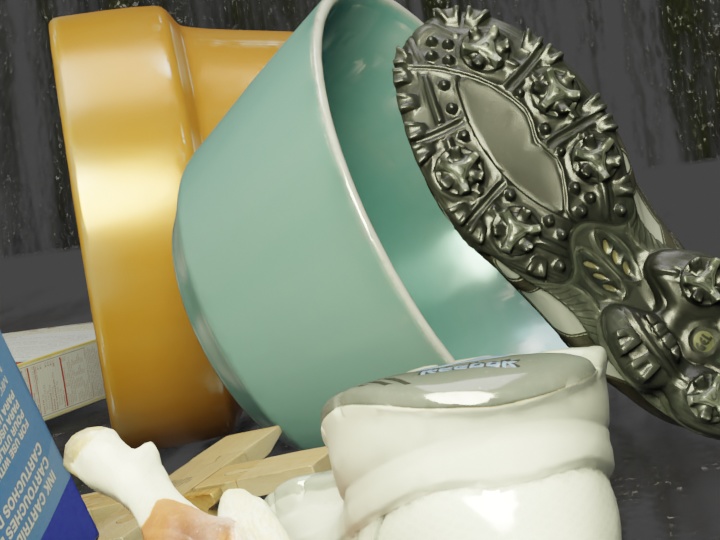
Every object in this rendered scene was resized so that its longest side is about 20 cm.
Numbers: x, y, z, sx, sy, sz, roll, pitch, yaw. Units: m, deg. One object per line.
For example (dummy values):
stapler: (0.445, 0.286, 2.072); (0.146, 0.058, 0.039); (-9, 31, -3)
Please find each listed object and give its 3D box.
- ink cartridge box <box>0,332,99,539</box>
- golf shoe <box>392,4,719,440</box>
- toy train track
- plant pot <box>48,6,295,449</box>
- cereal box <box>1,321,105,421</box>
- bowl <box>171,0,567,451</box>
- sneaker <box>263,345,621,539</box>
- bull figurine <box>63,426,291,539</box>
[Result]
ink cartridge box: (-0.165, 0.050, 0.760); (0.136, 0.200, 0.076); (-2, 36, 26)
golf shoe: (0.080, -0.012, 1.057); (0.078, 0.200, 0.094); (-38, -3, -10)
toy train track: (-0.093, 0.093, 0.919); (0.200, 0.033, 0.115); (-12, 9, 27)
plant pot: (-0.036, -0.029, 1.238); (0.183, 0.201, 0.200); (-9, 4, -5)
cereal box: (-0.204, 0.061, 1.452); (0.144, 0.040, 0.200); (-7, 5, 23)
bowl: (0.000, 0.000, 1.079); (0.105, 0.201, 0.201); (-29, -4, 22)
sneaker: (0.020, 0.079, 0.618); (0.074, 0.087, 0.200); (-10, -14, -4)
bull figurine: (-0.097, 0.093, 0.587); (0.200, 0.065, 0.121); (-2, 32, -4)
